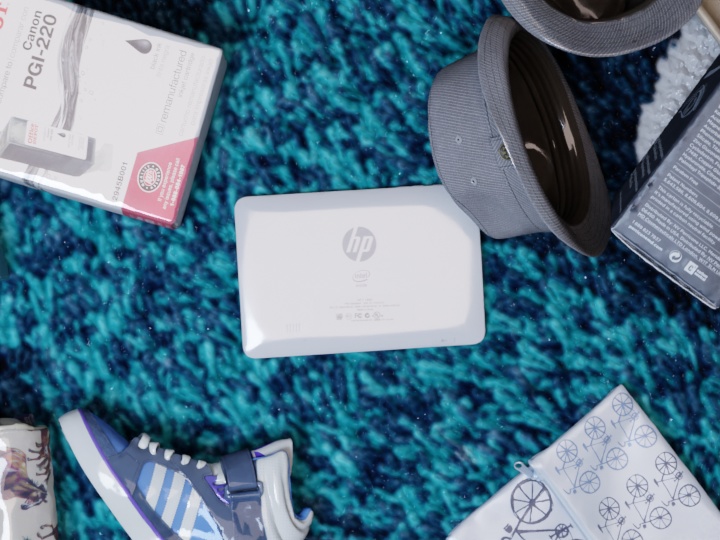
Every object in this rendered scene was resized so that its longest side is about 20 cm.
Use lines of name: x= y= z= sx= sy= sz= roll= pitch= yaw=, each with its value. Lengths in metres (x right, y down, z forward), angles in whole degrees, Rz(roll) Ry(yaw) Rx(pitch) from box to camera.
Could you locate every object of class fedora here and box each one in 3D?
fedora: x=0.115 y=-0.094 z=1.359 sx=0.090 sy=0.177 sz=0.201 roll=-18 pitch=111 yaw=26
fedora: x=0.177 y=-0.255 z=1.370 sx=0.175 sy=0.090 sz=0.202 roll=-25 pitch=84 yaw=-5

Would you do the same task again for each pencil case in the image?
pencil case: x=-0.274 y=0.216 z=1.360 sx=0.077 sy=0.089 sz=0.202 roll=-7 pitch=92 yaw=-32

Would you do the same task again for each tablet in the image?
tablet: x=0.000 y=0.000 z=1.408 sx=0.198 sy=0.014 sz=0.132 roll=-4 pitch=91 yaw=-4

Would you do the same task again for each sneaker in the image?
sneaker: x=-0.127 y=0.159 z=1.374 sx=0.146 sy=0.081 sz=0.201 roll=-37 pitch=89 yaw=-11

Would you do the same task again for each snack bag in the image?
snack bag: x=0.193 y=0.226 z=1.419 sx=0.199 sy=0.021 sz=0.189 roll=-37 pitch=93 yaw=-3

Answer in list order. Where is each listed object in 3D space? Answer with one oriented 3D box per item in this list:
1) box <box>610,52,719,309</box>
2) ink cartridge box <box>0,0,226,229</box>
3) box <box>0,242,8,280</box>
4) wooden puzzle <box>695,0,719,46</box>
box: x=0.290 y=-0.091 z=1.334 sx=0.104 sy=0.148 sz=0.201 roll=36 pitch=105 yaw=1
ink cartridge box: x=-0.218 y=-0.129 z=1.357 sx=0.198 sy=0.085 sz=0.147 roll=16 pitch=89 yaw=-2
box: x=-0.384 y=-0.011 z=1.363 sx=0.198 sy=0.049 sz=0.083 roll=-13 pitch=92 yaw=-3
wooden puzzle: x=0.374 y=-0.229 z=1.423 sx=0.199 sy=0.037 sz=0.186 roll=-38 pitch=93 yaw=-7
